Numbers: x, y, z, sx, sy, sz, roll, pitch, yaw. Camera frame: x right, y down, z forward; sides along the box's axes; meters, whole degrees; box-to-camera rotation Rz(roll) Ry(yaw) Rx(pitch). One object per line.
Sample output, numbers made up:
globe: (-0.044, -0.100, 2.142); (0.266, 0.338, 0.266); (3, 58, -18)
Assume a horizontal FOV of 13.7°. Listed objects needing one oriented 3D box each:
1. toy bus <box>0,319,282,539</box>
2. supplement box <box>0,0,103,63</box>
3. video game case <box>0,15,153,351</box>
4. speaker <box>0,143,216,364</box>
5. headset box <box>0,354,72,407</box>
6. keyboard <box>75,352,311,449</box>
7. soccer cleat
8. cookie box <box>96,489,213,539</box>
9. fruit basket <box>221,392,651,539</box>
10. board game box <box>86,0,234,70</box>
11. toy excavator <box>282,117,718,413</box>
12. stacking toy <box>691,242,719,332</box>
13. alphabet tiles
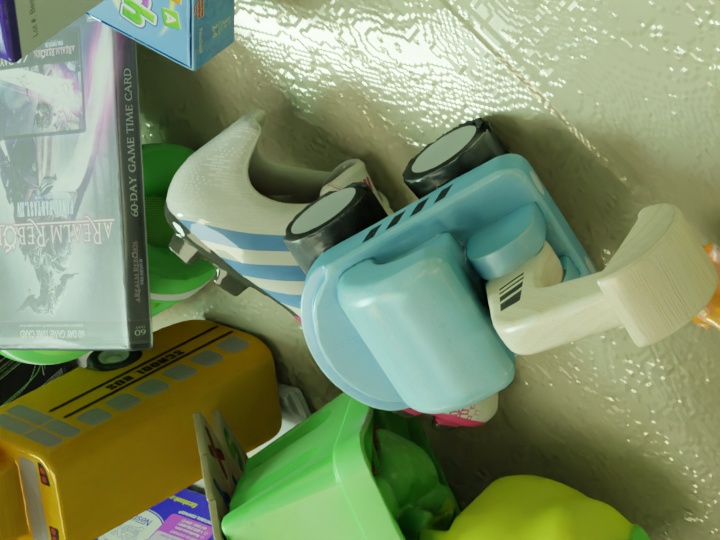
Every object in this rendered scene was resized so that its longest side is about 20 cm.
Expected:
toy bus: (-0.140, 0.094, 1.593); (0.078, 0.200, 0.065); (18, 124, 41)
supplement box: (-0.202, -0.188, 1.356); (0.200, 0.103, 0.101); (24, 135, 29)
video game case: (-0.156, -0.060, 1.513); (0.143, 0.019, 0.200); (-2, 91, 51)
speaker: (-0.142, -0.006, 1.598); (0.088, 0.088, 0.200); (50, 149, -8)
headset box: (-0.260, 0.063, 1.809); (0.174, 0.093, 0.200); (33, 148, 28)
keyboard: (-0.095, 0.073, 1.712); (0.200, 0.011, 0.056); (12, 141, 44)
soccer cleat: (0.000, 0.000, 1.452); (0.200, 0.086, 0.070); (34, -163, -14)
cookie box: (-0.087, 0.229, 1.821); (0.171, 0.075, 0.200); (15, 138, 40)
fruit basket: (0.055, 0.149, 1.501); (0.216, 0.156, 0.216); (2, 109, 7)
board game box: (-0.144, -0.199, 1.401); (0.200, 0.037, 0.151); (29, 137, 27)
toy excavator: (0.061, 0.011, 1.301); (0.194, 0.200, 0.100); (-28, 109, 15)
stacking toy: (0.201, 0.048, 1.246); (0.200, 0.110, 0.116); (38, 141, 35)
alphabet tiles: (-0.040, 0.171, 1.570); (0.166, 0.006, 0.200); (-104, -11, -50)
